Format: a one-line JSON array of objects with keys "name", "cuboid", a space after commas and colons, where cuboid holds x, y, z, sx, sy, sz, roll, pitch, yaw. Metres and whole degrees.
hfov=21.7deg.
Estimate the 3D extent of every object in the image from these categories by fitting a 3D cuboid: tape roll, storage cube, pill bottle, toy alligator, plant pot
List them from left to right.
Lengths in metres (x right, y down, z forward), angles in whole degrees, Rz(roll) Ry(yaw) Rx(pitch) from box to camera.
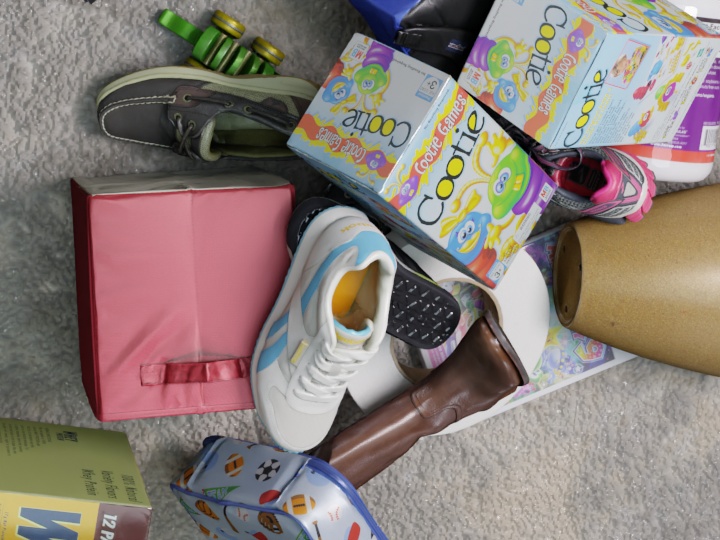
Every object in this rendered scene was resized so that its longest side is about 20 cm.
[{"name": "storage cube", "cuboid": [-0.145, 0.014, 1.551, 0.170, 0.200, 0.181, -4, 98, -12]}, {"name": "toy alligator", "cuboid": [-0.084, -0.161, 1.598, 0.199, 0.054, 0.059, 33, 94, -18]}, {"name": "tape roll", "cuboid": [0.070, 0.050, 1.651, 0.201, 0.037, 0.204, -9, 117, -18]}, {"name": "pill bottle", "cuboid": [0.266, -0.183, 1.646, 0.112, 0.112, 0.202, 4, 101, -14]}, {"name": "plant pot", "cuboid": [0.277, 0.005, 1.658, 0.198, 0.186, 0.188, 3, 102, -11]}]

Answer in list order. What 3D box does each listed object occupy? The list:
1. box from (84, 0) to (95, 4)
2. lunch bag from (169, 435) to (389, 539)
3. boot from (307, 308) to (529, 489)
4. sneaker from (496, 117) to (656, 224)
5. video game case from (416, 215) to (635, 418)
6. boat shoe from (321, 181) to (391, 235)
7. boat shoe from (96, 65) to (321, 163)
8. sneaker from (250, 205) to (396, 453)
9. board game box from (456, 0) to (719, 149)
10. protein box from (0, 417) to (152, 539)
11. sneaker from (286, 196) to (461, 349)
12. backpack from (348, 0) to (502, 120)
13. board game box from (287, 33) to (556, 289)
[{"name": "box", "cuboid": [-0.218, -0.340, 1.462, 0.164, 0.086, 0.200, -40, 76, -2]}, {"name": "lunch bag", "cuboid": [-0.064, 0.221, 1.616, 0.076, 0.199, 0.161, -51, 127, -25]}, {"name": "boot", "cuboid": [0.039, 0.119, 1.570, 0.199, 0.187, 0.064, -28, 70, -6]}, {"name": "sneaker", "cuboid": [0.155, -0.098, 1.613, 0.075, 0.199, 0.081, 11, 94, -58]}, {"name": "video game case", "cuboid": [0.148, 0.048, 1.720, 0.199, 0.018, 0.144, -22, 106, -8]}, {"name": "boat shoe", "cuboid": [-0.005, -0.045, 1.636, 0.074, 0.066, 0.200, 35, 93, -20]}, {"name": "boat shoe", "cuboid": [-0.125, -0.123, 1.561, 0.199, 0.066, 0.072, 1, 138, 5]}, {"name": "sneaker", "cuboid": [-0.029, 0.056, 1.444, 0.076, 0.081, 0.201, 5, 113, -27]}, {"name": "board game box", "cuboid": [0.187, -0.169, 1.512, 0.199, 0.103, 0.105, -7, 129, -53]}, {"name": "protein box", "cuboid": [-0.291, 0.215, 1.558, 0.199, 0.199, 0.136, 8, 101, -15]}, {"name": "sneaker", "cuboid": [0.000, 0.000, 1.531, 0.072, 0.083, 0.200, -47, 128, 3]}, {"name": "backpack", "cuboid": [0.080, -0.229, 1.568, 0.162, 0.168, 0.200, -39, 142, -1]}, {"name": "board game box", "cuboid": [0.052, -0.083, 1.475, 0.103, 0.105, 0.200, -58, 144, -3]}]
